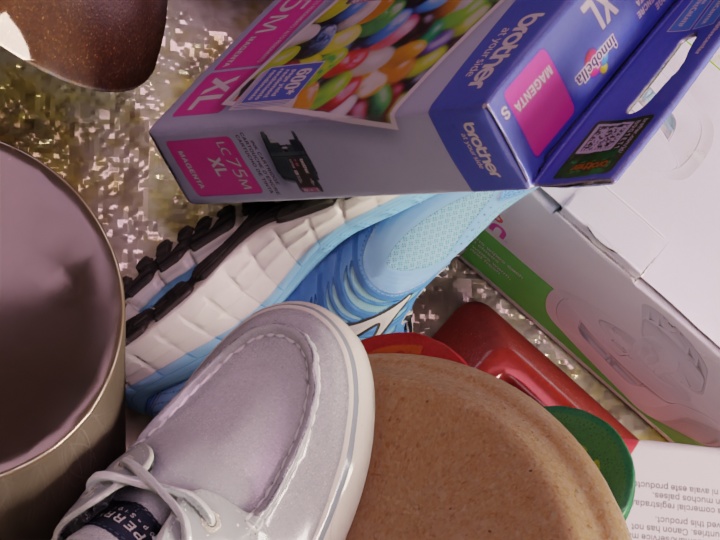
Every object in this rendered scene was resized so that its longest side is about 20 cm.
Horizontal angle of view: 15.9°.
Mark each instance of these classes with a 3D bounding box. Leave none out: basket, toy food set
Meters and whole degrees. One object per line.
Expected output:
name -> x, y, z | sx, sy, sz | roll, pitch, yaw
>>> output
basket -> -0.146, 0.041, 0.846 | 0.180, 0.200, 0.136 | 39, 67, 3
toy food set -> 0.002, 0.117, 0.820 | 0.199, 0.049, 0.199 | -25, 62, 14

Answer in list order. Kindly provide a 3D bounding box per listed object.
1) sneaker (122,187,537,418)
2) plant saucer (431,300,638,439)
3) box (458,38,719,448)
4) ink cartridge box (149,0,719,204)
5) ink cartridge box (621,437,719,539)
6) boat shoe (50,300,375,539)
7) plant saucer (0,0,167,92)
sneaker -> 0.000, 0.000, 0.929 | 0.090, 0.200, 0.078 | 48, 23, -23
plant saucer -> 0.058, 0.137, 0.948 | 0.200, 0.037, 0.200 | 42, 68, 4
box -> 0.130, -0.052, 0.998 | 0.200, 0.097, 0.177 | 41, 68, 3
ink cartridge box -> 0.032, -0.074, 0.869 | 0.119, 0.199, 0.042 | -49, 123, -32
ink cartridge box -> 0.080, 0.164, 0.878 | 0.144, 0.084, 0.201 | 7, 69, -9
boat shoe -> -0.062, 0.094, 0.785 | 0.070, 0.072, 0.201 | 26, 80, 24
plant saucer -> -0.134, -0.153, 0.932 | 0.037, 0.200, 0.201 | -40, 81, 20
